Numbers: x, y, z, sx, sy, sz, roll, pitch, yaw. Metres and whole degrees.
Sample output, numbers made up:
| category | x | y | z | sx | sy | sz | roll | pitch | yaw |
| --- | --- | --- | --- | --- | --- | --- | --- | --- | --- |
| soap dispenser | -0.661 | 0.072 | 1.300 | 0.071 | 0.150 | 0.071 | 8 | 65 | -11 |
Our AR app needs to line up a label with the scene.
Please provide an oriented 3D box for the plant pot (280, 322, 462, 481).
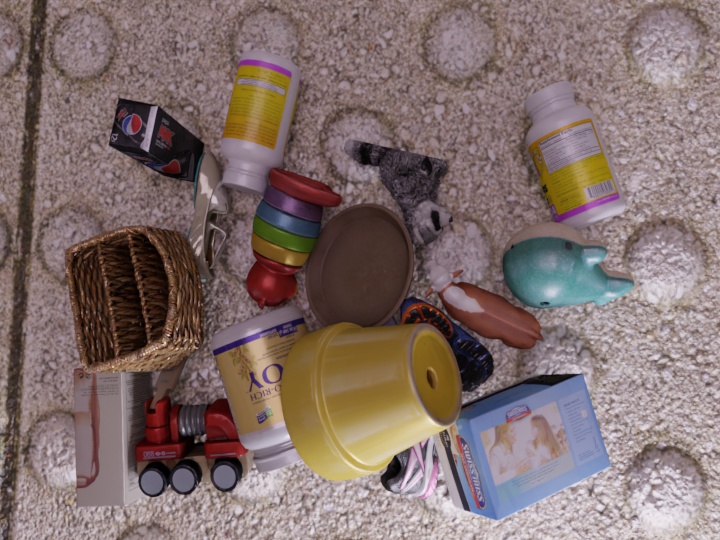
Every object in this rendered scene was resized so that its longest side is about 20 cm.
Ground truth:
| category | x | y | z | sx | sy | sz | roll | pitch | yaw |
| --- | --- | --- | --- | --- | --- | --- | --- | --- | --- |
| plant pot | 0.025 | 0.159 | 0.879 | 0.185 | 0.199 | 0.207 | -21 | 84 | 34 |

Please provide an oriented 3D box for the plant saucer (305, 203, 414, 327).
| category | x | y | z | sx | sy | sz | roll | pitch | yaw |
| --- | --- | --- | --- | --- | --- | --- | --- | --- | --- |
| plant saucer | 0.000 | 0.000 | 1.012 | 0.195 | 0.029 | 0.207 | -11 | 70 | 31 |

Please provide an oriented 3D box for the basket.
| category | x | y | z | sx | sy | sz | roll | pitch | yaw |
| --- | --- | --- | --- | --- | --- | --- | --- | --- | --- |
| basket | -0.327 | 0.036 | 0.981 | 0.141 | 0.147 | 0.206 | -29 | 67 | 31 |

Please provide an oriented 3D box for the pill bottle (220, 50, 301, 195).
| category | x | y | z | sx | sy | sz | roll | pitch | yaw |
| --- | --- | --- | --- | --- | --- | --- | --- | --- | --- |
| pill bottle | -0.160 | -0.227 | 1.043 | 0.101 | 0.104 | 0.207 | 12 | 87 | 6 |

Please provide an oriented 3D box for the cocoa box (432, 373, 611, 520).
| category | x | y | z | sx | sy | sz | roll | pitch | yaw |
| --- | --- | --- | --- | --- | --- | --- | --- | --- | --- |
| cocoa box | 0.218 | 0.237 | 0.925 | 0.195 | 0.131 | 0.137 | -16 | 86 | -21 |

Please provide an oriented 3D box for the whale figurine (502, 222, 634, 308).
| category | x | y | z | sx | sy | sz | roll | pitch | yaw |
| --- | --- | --- | --- | --- | --- | --- | --- | --- | --- |
| whale figurine | 0.297 | 0.014 | 0.958 | 0.195 | 0.159 | 0.106 | 23 | 59 | -17 |

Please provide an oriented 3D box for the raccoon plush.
| category | x | y | z | sx | sy | sz | roll | pitch | yaw |
| --- | --- | --- | --- | --- | --- | --- | --- | --- | --- |
| raccoon plush | 0.057 | -0.118 | 1.044 | 0.196 | 0.095 | 0.138 | 20 | 103 | 36 |

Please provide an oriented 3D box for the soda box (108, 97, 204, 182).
| category | x | y | z | sx | sy | sz | roll | pitch | yaw |
| --- | --- | --- | --- | --- | --- | --- | --- | --- | --- |
| soda box | -0.301 | -0.190 | 1.007 | 0.061 | 0.200 | 0.073 | 11 | 87 | 7 |

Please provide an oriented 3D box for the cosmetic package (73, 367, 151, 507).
| category | x | y | z | sx | sy | sz | roll | pitch | yaw |
| --- | --- | --- | --- | --- | --- | --- | --- | --- | --- |
| cosmetic package | -0.382 | 0.250 | 1.036 | 0.084 | 0.103 | 0.207 | -4 | 84 | 7 |

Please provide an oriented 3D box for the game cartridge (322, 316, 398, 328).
| category | x | y | z | sx | sy | sz | roll | pitch | yaw |
| --- | --- | --- | --- | --- | --- | --- | --- | --- | --- |
| game cartridge | -0.021 | 0.142 | 1.042 | 0.197 | 0.038 | 0.131 | -34 | 79 | 3 |

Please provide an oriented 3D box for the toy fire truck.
| category | x | y | z | sx | sy | sz | roll | pitch | yaw |
| --- | --- | --- | --- | --- | --- | --- | --- | --- | --- |
| toy fire truck | -0.255 | 0.220 | 1.028 | 0.170 | 0.129 | 0.207 | -5 | 95 | 5 |

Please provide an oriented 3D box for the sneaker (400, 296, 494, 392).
| category | x | y | z | sx | sy | sz | roll | pitch | yaw |
| --- | --- | --- | --- | --- | --- | --- | --- | --- | --- |
| sneaker | 0.129 | 0.103 | 0.987 | 0.075 | 0.079 | 0.200 | -40 | 117 | 7 |

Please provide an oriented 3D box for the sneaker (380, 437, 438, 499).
| category | x | y | z | sx | sy | sz | roll | pitch | yaw |
| --- | --- | --- | --- | --- | --- | --- | --- | --- | --- |
| sneaker | 0.072 | 0.236 | 0.987 | 0.084 | 0.080 | 0.207 | 4 | 85 | -22 |

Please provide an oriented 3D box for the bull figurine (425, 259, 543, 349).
| category | x | y | z | sx | sy | sz | roll | pitch | yaw |
| --- | --- | --- | --- | --- | --- | --- | --- | --- | --- |
| bull figurine | 0.174 | 0.056 | 0.982 | 0.197 | 0.121 | 0.066 | 32 | 89 | 7 |

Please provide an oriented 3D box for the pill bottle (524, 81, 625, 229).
| category | x | y | z | sx | sy | sz | roll | pitch | yaw |
| --- | --- | --- | --- | --- | --- | --- | --- | --- | --- |
| pill bottle | 0.309 | -0.167 | 0.984 | 0.101 | 0.104 | 0.206 | -19 | 84 | 4 |

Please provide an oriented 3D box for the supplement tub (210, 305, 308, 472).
| category | x | y | z | sx | sy | sz | roll | pitch | yaw |
| --- | --- | --- | --- | --- | --- | --- | --- | --- | --- |
| supplement tub | -0.124 | 0.169 | 0.966 | 0.141 | 0.145 | 0.206 | -20 | 86 | 4 |

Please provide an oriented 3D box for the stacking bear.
| category | x | y | z | sx | sy | sz | roll | pitch | yaw |
| --- | --- | --- | --- | --- | --- | --- | --- | --- | --- |
| stacking bear | -0.118 | -0.042 | 1.026 | 0.111 | 0.122 | 0.206 | 16 | 101 | -19 |

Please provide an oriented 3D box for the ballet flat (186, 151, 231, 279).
| category | x | y | z | sx | sy | sz | roll | pitch | yaw |
| --- | --- | --- | --- | --- | --- | --- | --- | --- | --- |
| ballet flat | -0.238 | -0.082 | 1.063 | 0.067 | 0.069 | 0.207 | 13 | 96 | 6 |
